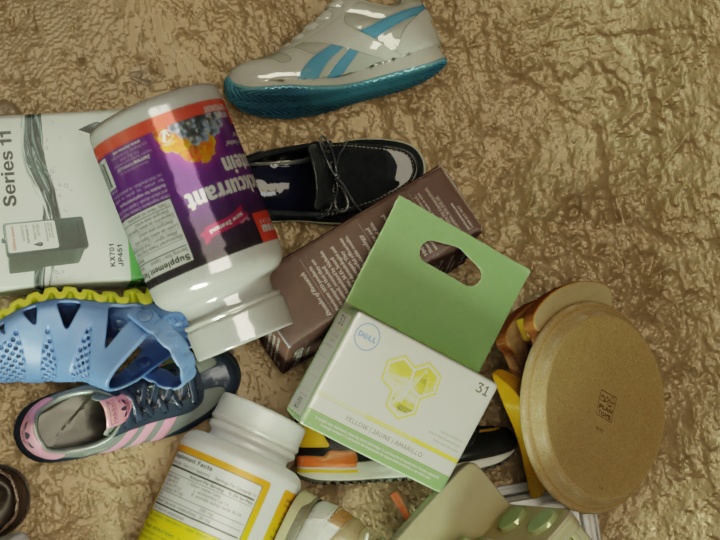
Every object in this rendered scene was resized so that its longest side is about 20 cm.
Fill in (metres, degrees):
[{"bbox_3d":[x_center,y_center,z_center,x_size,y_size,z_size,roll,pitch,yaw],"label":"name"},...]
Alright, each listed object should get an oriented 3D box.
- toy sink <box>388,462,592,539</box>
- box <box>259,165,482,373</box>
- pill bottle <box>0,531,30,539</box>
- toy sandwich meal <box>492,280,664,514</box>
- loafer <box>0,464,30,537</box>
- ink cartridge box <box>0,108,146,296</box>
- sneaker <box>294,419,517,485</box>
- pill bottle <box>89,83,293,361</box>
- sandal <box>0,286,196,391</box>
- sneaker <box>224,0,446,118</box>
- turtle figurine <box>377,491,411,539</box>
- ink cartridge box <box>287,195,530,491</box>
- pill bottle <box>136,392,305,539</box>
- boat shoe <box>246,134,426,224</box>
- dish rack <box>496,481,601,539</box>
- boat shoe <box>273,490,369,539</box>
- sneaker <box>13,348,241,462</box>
[{"bbox_3d":[0.132,0.270,1.334,0.130,0.112,0.200,-44,104,-23],"label":"toy sink"},{"bbox_3d":[0.000,0.000,1.393,0.199,0.100,0.075,-30,79,-13],"label":"box"},{"bbox_3d":[-0.280,0.319,1.280,0.113,0.114,0.201,-21,90,-14],"label":"pill bottle"},{"bbox_3d":[0.190,0.114,1.438,0.204,0.070,0.206,4,84,-40],"label":"toy sandwich meal"},{"bbox_3d":[-0.366,0.201,1.313,0.199,0.071,0.073,-9,88,-14],"label":"loafer"},{"bbox_3d":[-0.253,-0.055,1.354,0.199,0.083,0.147,-5,86,-13],"label":"ink cartridge box"},{"bbox_3d":[0.040,0.134,1.412,0.199,0.070,0.091,-4,89,-11],"label":"sneaker"},{"bbox_3d":[-0.127,-0.036,1.281,0.111,0.111,0.201,-22,90,-14],"label":"pill bottle"},{"bbox_3d":[-0.211,0.062,1.316,0.199,0.080,0.087,-10,47,-8],"label":"sandal"},{"bbox_3d":[-0.028,-0.188,1.420,0.199,0.077,0.081,-15,81,-20],"label":"sneaker"},{"bbox_3d":[0.012,0.300,1.396,0.161,0.064,0.201,-22,98,-6],"label":"turtle figurine"},{"bbox_3d":[0.049,0.061,1.336,0.145,0.048,0.201,28,90,-22],"label":"ink cartridge box"},{"bbox_3d":[-0.120,0.208,1.350,0.109,0.109,0.201,26,80,-10],"label":"pill bottle"},{"bbox_3d":[-0.035,-0.078,1.418,0.199,0.062,0.075,-6,85,-15],"label":"boat shoe"},{"bbox_3d":[0.147,0.291,1.439,0.171,0.044,0.201,-8,86,-13],"label":"dish rack"},{"bbox_3d":[-0.057,0.286,1.330,0.068,0.075,0.201,22,86,14],"label":"boat shoe"},{"bbox_3d":[-0.189,0.115,1.355,0.199,0.082,0.070,-20,90,-14],"label":"sneaker"}]
